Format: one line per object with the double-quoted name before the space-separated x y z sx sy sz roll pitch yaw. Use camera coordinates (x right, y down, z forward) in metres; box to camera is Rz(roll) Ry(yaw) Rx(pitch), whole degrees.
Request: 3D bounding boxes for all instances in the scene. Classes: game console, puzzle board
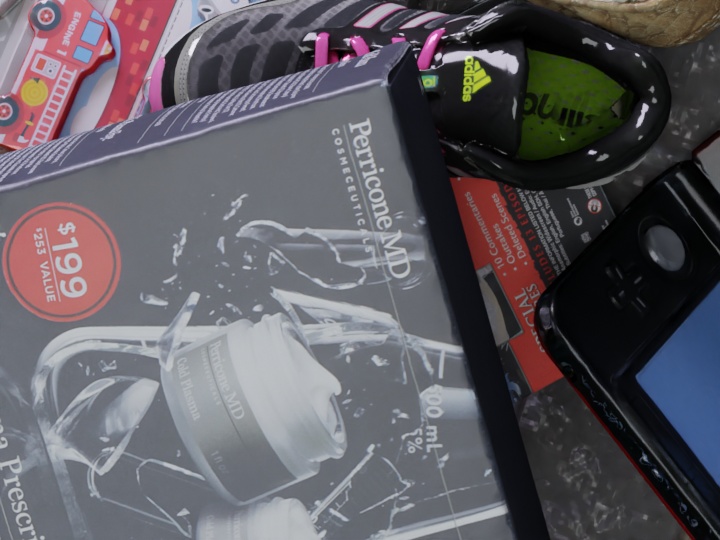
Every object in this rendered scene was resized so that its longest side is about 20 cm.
"game console" 0.191 0.033 1.081 0.200 0.172 0.119 51 131 -3
"puzzle board" -0.119 -0.075 1.121 0.150 0.017 0.201 21 81 5

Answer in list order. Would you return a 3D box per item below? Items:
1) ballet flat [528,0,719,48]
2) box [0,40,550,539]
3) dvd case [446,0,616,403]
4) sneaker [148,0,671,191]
"ballet flat" 0.046 -0.136 1.090 0.199 0.065 0.071 12 77 5
"box" -0.045 0.044 0.998 0.181 0.104 0.201 -16 100 7
"dvd case" 0.000 0.000 1.103 0.199 0.022 0.147 -28 94 -16
"sneaker" 0.025 -0.066 1.057 0.199 0.087 0.074 4 85 -15
